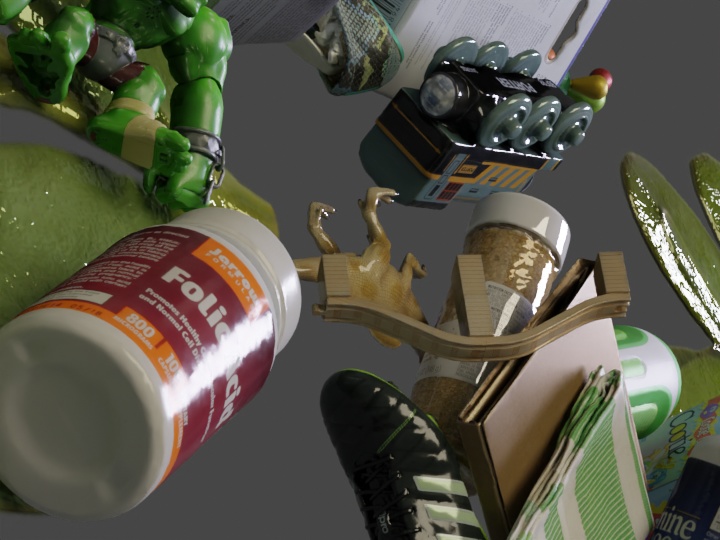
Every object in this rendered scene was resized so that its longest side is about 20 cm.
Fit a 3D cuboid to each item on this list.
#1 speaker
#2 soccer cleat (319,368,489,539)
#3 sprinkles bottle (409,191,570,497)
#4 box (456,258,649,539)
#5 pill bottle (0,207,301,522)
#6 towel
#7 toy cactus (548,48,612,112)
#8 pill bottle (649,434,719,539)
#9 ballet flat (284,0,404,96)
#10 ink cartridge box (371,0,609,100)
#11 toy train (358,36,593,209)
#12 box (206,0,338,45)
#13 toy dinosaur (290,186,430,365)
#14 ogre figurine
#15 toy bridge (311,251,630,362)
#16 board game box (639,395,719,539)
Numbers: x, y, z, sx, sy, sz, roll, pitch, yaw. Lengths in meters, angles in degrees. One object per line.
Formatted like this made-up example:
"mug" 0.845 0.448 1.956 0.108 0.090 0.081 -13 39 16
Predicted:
"speaker" 0.147 0.085 1.822 0.200 0.088 0.089 -6 71 -59
"soccer cleat" 0.032 0.152 1.606 0.201 0.067 0.081 59 38 -10
"sprinkles bottle" 0.078 0.046 1.703 0.068 0.068 0.201 43 52 -31
"box" 0.128 0.119 1.695 0.164 0.021 0.201 -51 138 -39
"pill bottle" -0.112 0.043 1.405 0.115 0.114 0.200 59 29 -7
"towel" 0.134 0.179 1.665 0.200 0.023 0.153 -58 144 -41
"toy cactus" 0.123 -0.176 2.009 0.200 0.102 0.165 56 38 -29
"pill bottle" 0.254 0.179 1.764 0.111 0.111 0.201 32 81 -43
"ballet flat" -0.047 -0.203 1.769 0.201 0.074 0.074 55 29 3
"ink cartridge box" 0.096 -0.197 1.878 0.043 0.197 0.200 37 11 35
"toy train" 0.082 -0.096 1.839 0.085 0.114 0.200 48 20 20
"box" -0.083 -0.256 1.678 0.101 0.112 0.201 -6 71 -37
"toy dinosaur" 0.000 0.000 1.683 0.200 0.058 0.102 27 46 -47
"ogre figurine" -0.139 -0.138 1.541 0.199 0.098 0.120 33 57 -19
"toy bridge" 0.068 0.023 1.623 0.198 0.027 0.068 -1 55 -10
"board game box" 0.274 0.206 1.909 0.200 0.103 0.105 55 31 -15
